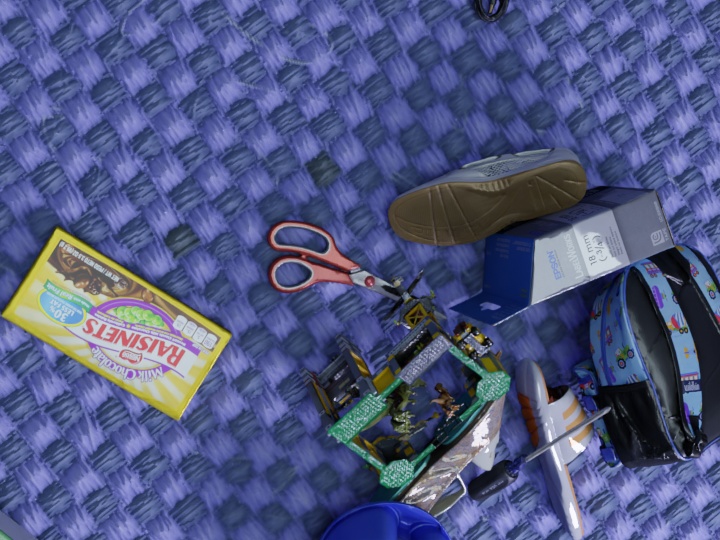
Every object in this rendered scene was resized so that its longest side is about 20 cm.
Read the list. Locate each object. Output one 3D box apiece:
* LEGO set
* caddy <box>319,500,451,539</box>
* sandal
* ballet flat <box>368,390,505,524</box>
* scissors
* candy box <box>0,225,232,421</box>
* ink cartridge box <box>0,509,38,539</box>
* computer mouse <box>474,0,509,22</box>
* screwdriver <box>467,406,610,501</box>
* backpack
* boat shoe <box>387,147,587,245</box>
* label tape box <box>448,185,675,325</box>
[{"bbox_3d":[0.038,0.103,1.410,0.154,0.116,0.200,29,109,-34],"label":"LEGO set"},{"bbox_3d":[0.012,0.324,1.415,0.141,0.105,0.200,25,109,-14],"label":"caddy"},{"bbox_3d":[0.212,0.177,1.473,0.059,0.079,0.207,-20,107,-7],"label":"sandal"},{"bbox_3d":[0.093,0.192,1.454,0.067,0.068,0.200,42,94,-17],"label":"ballet flat"},{"bbox_3d":[0.000,0.000,1.437,0.200,0.014,0.073,11,90,-13],"label":"scissors"},{"bbox_3d":[-0.234,0.052,1.379,0.200,0.026,0.102,32,90,-14],"label":"candy box"},{"bbox_3d":[-0.389,0.319,1.332,0.146,0.084,0.200,43,84,-13],"label":"ink cartridge box"},{"bbox_3d":[0.155,-0.348,1.443,0.059,0.034,0.200,19,95,-31],"label":"computer mouse"},{"bbox_3d":[0.175,0.178,1.425,0.028,0.200,0.029,-21,71,-51],"label":"screwdriver"},{"bbox_3d":[0.302,0.082,1.438,0.182,0.134,0.200,-21,90,-40],"label":"backpack"},{"bbox_3d":[0.126,-0.079,1.438,0.200,0.069,0.071,-12,120,6],"label":"boat shoe"},{"bbox_3d":[0.187,-0.020,1.414,0.200,0.144,0.063,-22,99,-11],"label":"label tape box"}]
